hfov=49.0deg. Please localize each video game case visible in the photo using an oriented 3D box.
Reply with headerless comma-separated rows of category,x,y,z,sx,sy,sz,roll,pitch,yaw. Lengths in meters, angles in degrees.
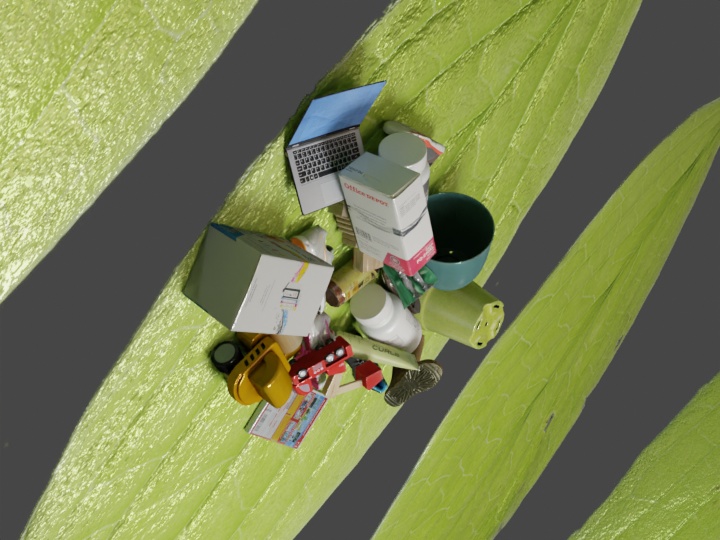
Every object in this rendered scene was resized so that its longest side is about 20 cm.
video game case,-0.159,0.316,1.757,0.143,0.017,0.200,-58,144,-4

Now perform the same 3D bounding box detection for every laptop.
laptop,-0.030,-0.224,1.449,0.187,0.116,0.201,-24,107,-39

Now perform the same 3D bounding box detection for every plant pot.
plant pot,0.199,-0.049,1.801,0.200,0.200,0.161,-42,152,-24
plant pot,0.247,0.097,1.959,0.200,0.184,0.201,-30,135,-36

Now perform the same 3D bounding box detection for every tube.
tube,0.034,0.179,1.747,0.052,0.199,0.058,124,-21,-57

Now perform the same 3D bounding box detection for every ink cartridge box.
ink cartridge box,-0.179,0.019,1.417,0.200,0.147,0.145,11,105,-53
ink cartridge box,0.053,-0.107,1.497,0.084,0.144,0.201,-42,139,-25

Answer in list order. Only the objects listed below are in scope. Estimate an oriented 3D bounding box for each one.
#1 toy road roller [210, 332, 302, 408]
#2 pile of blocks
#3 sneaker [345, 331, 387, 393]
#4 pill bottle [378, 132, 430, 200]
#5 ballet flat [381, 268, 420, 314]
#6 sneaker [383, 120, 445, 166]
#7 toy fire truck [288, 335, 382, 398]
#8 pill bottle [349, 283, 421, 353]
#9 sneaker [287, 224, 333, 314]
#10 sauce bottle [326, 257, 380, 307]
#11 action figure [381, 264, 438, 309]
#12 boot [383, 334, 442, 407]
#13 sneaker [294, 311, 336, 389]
toy road roller,-0.174,0.175,1.530,0.200,0.146,0.123,-45,142,-20
pile of blocks,-0.010,-0.087,1.613,0.082,0.062,0.201,-40,129,-26
sneaker,0.013,0.213,1.841,0.073,0.082,0.200,-47,141,-15
pill bottle,0.083,-0.175,1.599,0.114,0.114,0.200,-41,153,-25
ballet flat,0.087,0.048,1.851,0.200,0.046,0.068,49,42,-51
sneaker,0.106,-0.249,1.645,0.200,0.077,0.082,13,110,-53
toy fire truck,-0.056,0.215,1.644,0.199,0.049,0.142,-28,125,-21
pill bottle,0.055,0.112,1.795,0.115,0.114,0.200,-54,144,-9
sneaker,-0.084,-0.001,1.586,0.092,0.076,0.201,-39,141,-33
sauce bottle,0.000,0.000,1.691,0.200,0.066,0.066,-39,140,-29
action figure,0.074,-0.030,1.682,0.118,0.200,0.055,-39,180,-37
boot,0.129,0.211,1.870,0.175,0.066,0.200,-35,-162,28
sneaker,-0.088,0.168,1.687,0.088,0.081,0.201,-30,135,-33
